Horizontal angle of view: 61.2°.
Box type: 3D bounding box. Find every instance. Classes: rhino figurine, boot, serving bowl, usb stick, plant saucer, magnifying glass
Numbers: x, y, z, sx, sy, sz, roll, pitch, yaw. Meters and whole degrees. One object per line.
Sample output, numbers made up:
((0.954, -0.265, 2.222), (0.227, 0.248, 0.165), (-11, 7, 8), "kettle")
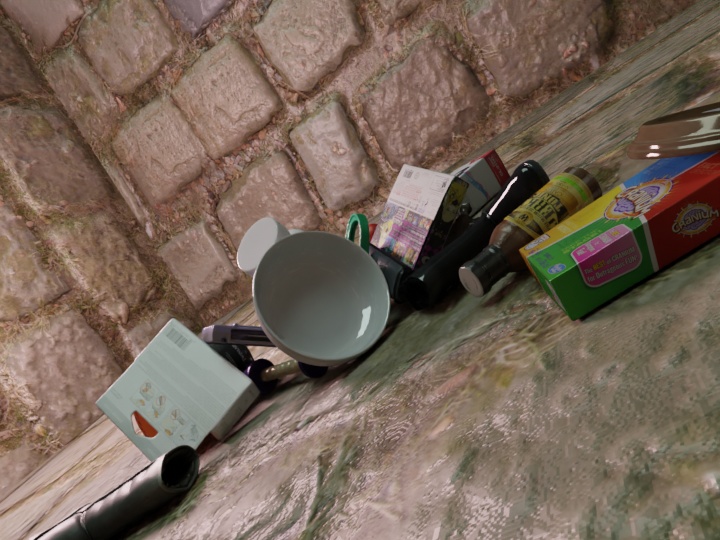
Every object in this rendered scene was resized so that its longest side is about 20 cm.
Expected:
((0.164, -0.060, 0.953), (0.197, 0.060, 0.088), (-31, 23, 33), "rhino figurine")
((0.145, -0.040, 0.791), (0.197, 0.066, 0.166), (-33, -20, -16), "boot")
((-0.058, 0.047, 0.852), (0.199, 0.200, 0.066), (-38, -15, -35), "serving bowl")
((-0.311, 0.312, 0.760), (0.196, 0.074, 0.182), (-26, 11, 15), "boot")
((0.033, -0.001, 0.938), (0.032, 0.057, 0.200), (3, 13, -19), "usb stick")
((0.335, -0.133, 0.529), (0.193, 0.030, 0.200), (-14, 11, 3), "plant saucer")
((0.000, 0.000, 0.954), (0.022, 0.205, 0.080), (3, -34, -19), "magnifying glass")

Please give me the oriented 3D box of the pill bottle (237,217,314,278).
((-0.097, 0.007, 0.974), (0.117, 0.199, 0.123), (-23, 50, 30), "pill bottle")

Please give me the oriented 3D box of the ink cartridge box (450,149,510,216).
((0.213, -0.163, 1.324), (0.199, 0.084, 0.144), (-39, 9, -34), "ink cartridge box")

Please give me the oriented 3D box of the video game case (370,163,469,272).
((0.082, -0.072, 0.976), (0.186, 0.035, 0.200), (-67, 22, 5), "video game case")

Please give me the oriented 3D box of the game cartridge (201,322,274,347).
((-0.152, 0.107, 0.988), (0.194, 0.040, 0.129), (6, -5, -23), "game cartridge")

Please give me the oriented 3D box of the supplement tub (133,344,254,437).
((-0.280, 0.204, 1.039), (0.121, 0.124, 0.199), (-26, 10, 44), "supplement tub")

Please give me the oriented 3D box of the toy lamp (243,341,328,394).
((-0.123, 0.153, 0.925), (0.058, 0.059, 0.198), (-39, 7, -40), "toy lamp")

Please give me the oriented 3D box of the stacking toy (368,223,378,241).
((0.091, -0.088, 1.213), (0.194, 0.088, 0.085), (-16, 13, 22), "stacking toy")

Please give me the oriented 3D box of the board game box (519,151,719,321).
((0.248, -0.043, 0.547), (0.197, 0.041, 0.153), (-34, 7, 10), "board game box")

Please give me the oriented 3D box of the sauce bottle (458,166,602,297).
((0.196, -0.043, 0.703), (0.198, 0.066, 0.064), (-39, 8, -19), "sauce bottle")

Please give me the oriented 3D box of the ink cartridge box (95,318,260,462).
((-0.277, 0.193, 0.922), (0.175, 0.197, 0.044), (-50, -30, -19), "ink cartridge box")
